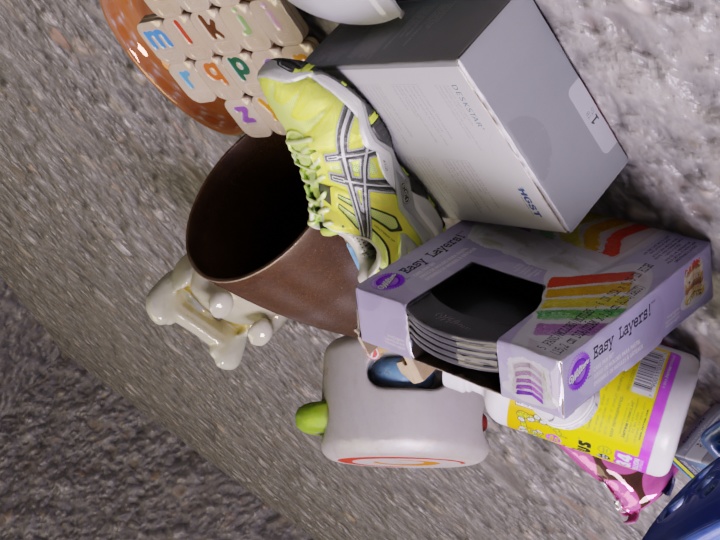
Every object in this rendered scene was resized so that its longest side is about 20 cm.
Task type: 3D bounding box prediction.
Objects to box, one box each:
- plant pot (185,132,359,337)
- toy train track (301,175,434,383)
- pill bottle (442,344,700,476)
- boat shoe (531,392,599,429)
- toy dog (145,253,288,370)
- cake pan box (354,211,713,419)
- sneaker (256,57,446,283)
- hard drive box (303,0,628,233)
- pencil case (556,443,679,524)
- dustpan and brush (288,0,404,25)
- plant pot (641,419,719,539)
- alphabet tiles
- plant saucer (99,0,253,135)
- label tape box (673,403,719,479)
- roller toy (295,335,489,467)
[{"bbox_3d":[-0.034,-0.020,1.171,0.186,0.188,0.200,18,163,49],"label":"plant pot"},{"bbox_3d":[0.000,0.000,0.978,0.032,0.115,0.201,-21,99,37],"label":"toy train track"},{"bbox_3d":[0.173,0.092,1.011,0.198,0.105,0.105,17,154,17],"label":"pill bottle"},{"bbox_3d":[0.109,0.040,0.951,0.068,0.072,0.201,41,-164,-55],"label":"boat shoe"},{"bbox_3d":[-0.117,0.002,1.397,0.140,0.194,0.199,45,139,-16],"label":"toy dog"},{"bbox_3d":[0.121,0.017,0.863,0.183,0.199,0.053,18,127,42],"label":"cake pan box"},{"bbox_3d":[-0.013,-0.071,0.905,0.200,0.076,0.075,50,161,-21],"label":"sneaker"},{"bbox_3d":[0.070,-0.114,0.882,0.199,0.077,0.156,13,146,55],"label":"hard drive box"},{"bbox_3d":[0.207,0.140,1.136,0.200,0.094,0.091,41,164,7],"label":"pencil case"},{"bbox_3d":[-0.048,-0.238,0.902,0.140,0.057,0.199,51,152,-22],"label":"dustpan and brush"},{"bbox_3d":[0.323,0.167,0.778,0.200,0.180,0.200,42,134,-2],"label":"plant pot"},{"bbox_3d":[-0.111,-0.194,1.071,0.199,0.015,0.196,3,141,45],"label":"alphabet tiles"},{"bbox_3d":[-0.174,-0.219,1.194,0.200,0.037,0.201,38,160,16],"label":"plant saucer"},{"bbox_3d":[0.336,0.177,0.994,0.143,0.066,0.200,41,178,2],"label":"label tape box"},{"bbox_3d":[0.050,0.133,1.288,0.182,0.141,0.199,-11,162,44],"label":"roller toy"}]
